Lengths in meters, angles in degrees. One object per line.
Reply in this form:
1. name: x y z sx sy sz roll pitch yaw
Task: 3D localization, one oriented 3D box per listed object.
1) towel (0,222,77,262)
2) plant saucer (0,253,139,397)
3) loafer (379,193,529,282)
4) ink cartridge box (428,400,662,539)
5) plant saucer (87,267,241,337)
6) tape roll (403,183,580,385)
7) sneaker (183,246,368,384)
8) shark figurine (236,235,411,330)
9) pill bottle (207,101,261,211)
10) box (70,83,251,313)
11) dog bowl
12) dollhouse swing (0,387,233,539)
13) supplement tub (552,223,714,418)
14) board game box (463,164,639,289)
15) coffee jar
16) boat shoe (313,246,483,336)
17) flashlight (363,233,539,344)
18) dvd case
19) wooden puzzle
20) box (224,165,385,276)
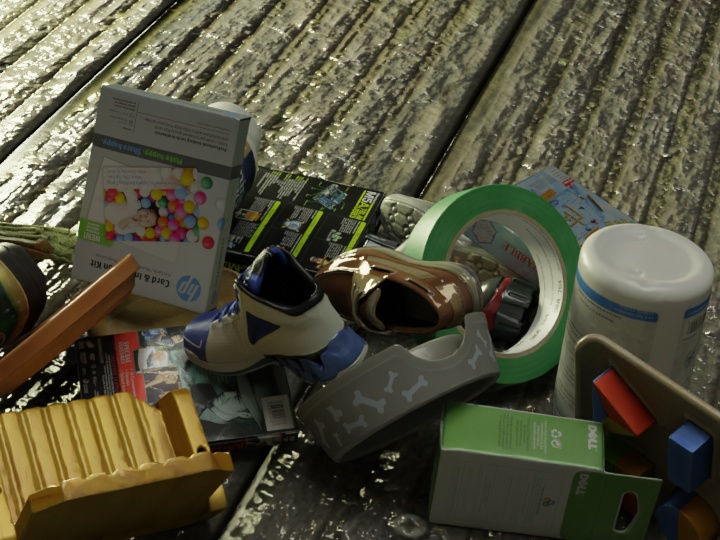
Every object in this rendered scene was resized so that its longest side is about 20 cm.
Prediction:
1. towel: -0.379 -0.033 1.705 0.146 0.037 0.200 6 0 2
2. plant saucer: -0.286 0.058 1.546 0.032 0.200 0.200 50 37 -6
3. loafer: 0.110 -0.030 1.844 0.199 0.071 0.070 33 35 23
4. ink cartridge box: 0.164 0.185 1.469 0.197 0.105 0.060 8 43 1
5. plant saucer: -0.186 0.057 1.676 0.197 0.036 0.201 4 33 -3
6. tape roll: 0.136 0.015 1.659 0.198 0.203 0.048 -12 0 -27
7. sneaker: -0.088 0.032 1.498 0.198 0.116 0.081 2 36 43
8. shark figurine: -0.015 0.015 1.711 0.212 0.129 0.090 -21 51 -8
9. pill bottle: -0.176 -0.105 1.780 0.110 0.112 0.201 13 33 10
10. box: -0.204 -0.073 1.656 0.154 0.203 0.041 15 13 13
11. dog bowl: 0.040 0.112 1.503 0.199 0.200 0.059 -20 75 -35
12. dollhouse swing: -0.221 0.147 1.380 0.198 0.177 0.183 -9 56 -22
13. supplement tub: 0.262 0.070 1.584 0.130 0.202 0.133 5 32 -3
14. board game box: 0.242 -0.028 1.820 0.199 0.041 0.199 36 33 19
15. coffee jar: -0.395 0.053 1.564 0.086 0.104 0.199 49 48 8
16. boat shoe: 0.022 0.023 1.554 0.198 0.077 0.072 1 20 42
17. flashlight: 0.091 0.015 1.758 0.198 0.068 0.068 22 69 14
18. dvd case: -0.167 0.114 1.555 0.197 0.022 0.147 -8 50 -10
19. wooden puzzle: 0.267 0.171 1.450 0.199 0.187 0.046 30 53 34
20. box: -0.087 -0.046 1.847 0.191 0.048 0.201 14 33 9
